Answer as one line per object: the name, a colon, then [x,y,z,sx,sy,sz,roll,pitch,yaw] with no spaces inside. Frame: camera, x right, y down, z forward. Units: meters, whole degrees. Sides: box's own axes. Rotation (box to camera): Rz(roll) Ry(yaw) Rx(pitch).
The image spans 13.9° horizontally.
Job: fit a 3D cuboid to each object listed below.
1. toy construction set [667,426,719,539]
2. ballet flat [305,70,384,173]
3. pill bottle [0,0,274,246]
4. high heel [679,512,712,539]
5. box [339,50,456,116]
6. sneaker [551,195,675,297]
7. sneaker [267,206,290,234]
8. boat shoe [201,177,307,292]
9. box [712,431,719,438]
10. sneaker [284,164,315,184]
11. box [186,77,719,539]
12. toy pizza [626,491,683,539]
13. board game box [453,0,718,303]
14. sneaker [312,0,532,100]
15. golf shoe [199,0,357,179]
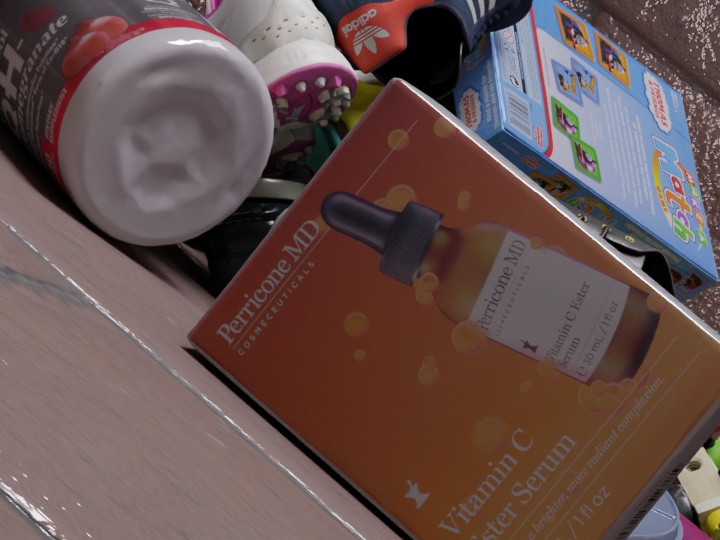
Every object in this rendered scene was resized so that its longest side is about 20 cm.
toy construction set: [0.184,0.151,1.618,0.200,0.092,0.132,42,-24,50]
ballet flat: [0.002,-0.081,1.637,0.067,0.067,0.200,64,-7,-14]
pill bottle: [-0.131,-0.101,1.491,0.111,0.111,0.200,37,4,-37]
high heel: [0.153,0.144,1.538,0.096,0.068,0.200,8,23,-9]
box: [0.051,-0.052,1.851,0.196,0.199,0.124,37,34,-47]
sneaker: [0.085,-0.022,1.536,0.106,0.075,0.200,13,-12,39]
sneaker: [0.041,0.025,1.497,0.199,0.077,0.080,27,0,-6]
boat shoe: [0.001,-0.001,1.593,0.199,0.066,0.074,13,-22,-35]
box: [0.129,0.072,1.664,0.199,0.075,0.050,3,50,-39]
sneaker: [-0.110,-0.063,1.703,0.092,0.076,0.200,18,-6,30]
box: [0.052,0.038,1.313,0.200,0.152,0.106,39,4,11]
toy pizza: [0.065,0.095,1.463,0.199,0.032,0.200,23,14,-6]
board game box: [0.127,-0.086,1.730,0.200,0.037,0.152,32,38,-37]
sneaker: [0.039,-0.127,1.571,0.200,0.075,0.085,0,63,-57]
golf shoe: [-0.061,-0.098,1.556,0.200,0.075,0.092,-41,-116,60]
